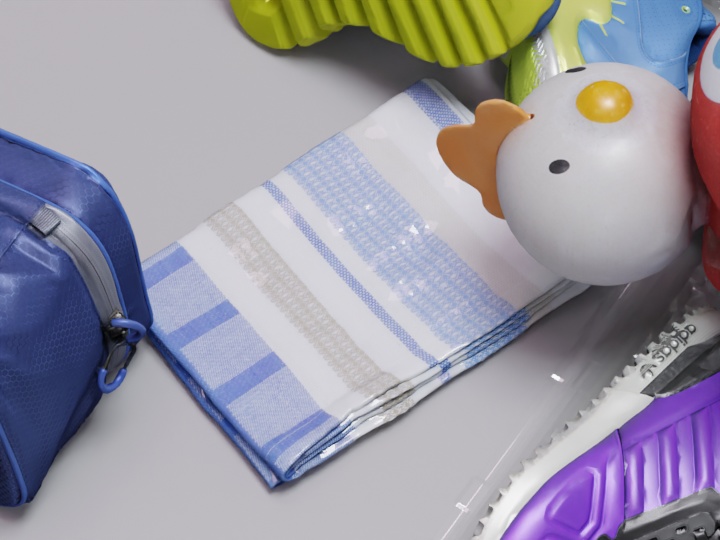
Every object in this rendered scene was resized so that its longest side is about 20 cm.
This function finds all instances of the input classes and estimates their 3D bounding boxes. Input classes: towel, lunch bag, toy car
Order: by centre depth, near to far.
[{"bbox_3d":[0.128,-0.050,1.031,0.199,0.177,0.185,4,57,9],"label":"toy car"},{"bbox_3d":[-0.185,0.001,1.086,0.199,0.136,0.133,22,60,17],"label":"lunch bag"},{"bbox_3d":[0.000,0.000,1.147,0.199,0.024,0.147,-33,60,-18],"label":"towel"}]

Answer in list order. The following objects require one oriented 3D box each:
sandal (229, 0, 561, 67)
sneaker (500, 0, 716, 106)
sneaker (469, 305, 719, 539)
[{"bbox_3d":[0.023,-0.151,1.187,0.199,0.080,0.087,15,38,44],"label":"sandal"},{"bbox_3d":[0.116,-0.138,1.217,0.104,0.076,0.201,7,54,-15],"label":"sneaker"},{"bbox_3d":[0.125,0.106,1.042,0.099,0.070,0.200,38,66,22],"label":"sneaker"}]
